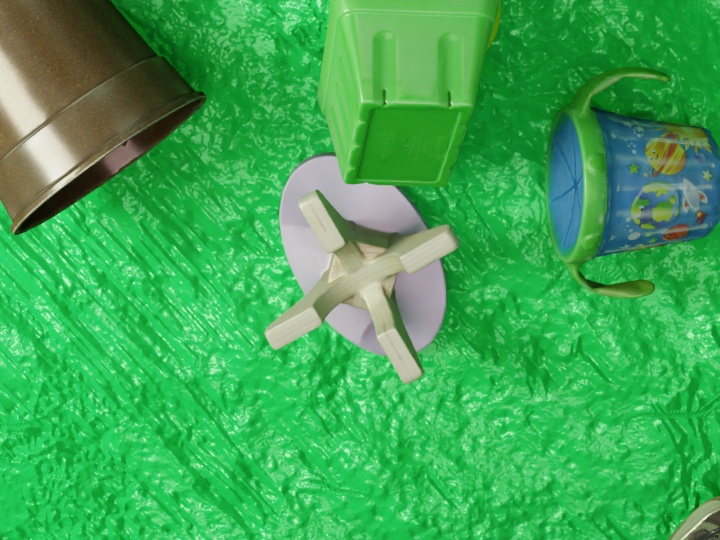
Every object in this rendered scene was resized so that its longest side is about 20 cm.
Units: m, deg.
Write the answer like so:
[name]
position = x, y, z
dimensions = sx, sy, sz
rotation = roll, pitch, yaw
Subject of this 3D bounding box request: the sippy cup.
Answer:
[sippy cup]
position = 0.237, -0.075, 1.490
dimensions = 0.130, 0.140, 0.178
rotation = -2, 143, -8

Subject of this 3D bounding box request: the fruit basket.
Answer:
[fruit basket]
position = 0.046, -0.191, 1.447
dimensions = 0.155, 0.216, 0.216
rotation = 1, 104, -5

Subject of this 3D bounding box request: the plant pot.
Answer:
[plant pot]
position = -0.266, -0.168, 1.460
dimensions = 0.200, 0.200, 0.198
rotation = -35, 92, 10

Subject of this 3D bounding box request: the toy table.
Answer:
[toy table]
position = 0.000, 0.000, 1.520
dimensions = 0.184, 0.117, 0.200
rotation = -41, 100, 11

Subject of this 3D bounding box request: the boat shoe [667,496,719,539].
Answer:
[boat shoe]
position = 0.289, 0.296, 1.589
dimensions = 0.072, 0.065, 0.200
rotation = 36, 104, -10
